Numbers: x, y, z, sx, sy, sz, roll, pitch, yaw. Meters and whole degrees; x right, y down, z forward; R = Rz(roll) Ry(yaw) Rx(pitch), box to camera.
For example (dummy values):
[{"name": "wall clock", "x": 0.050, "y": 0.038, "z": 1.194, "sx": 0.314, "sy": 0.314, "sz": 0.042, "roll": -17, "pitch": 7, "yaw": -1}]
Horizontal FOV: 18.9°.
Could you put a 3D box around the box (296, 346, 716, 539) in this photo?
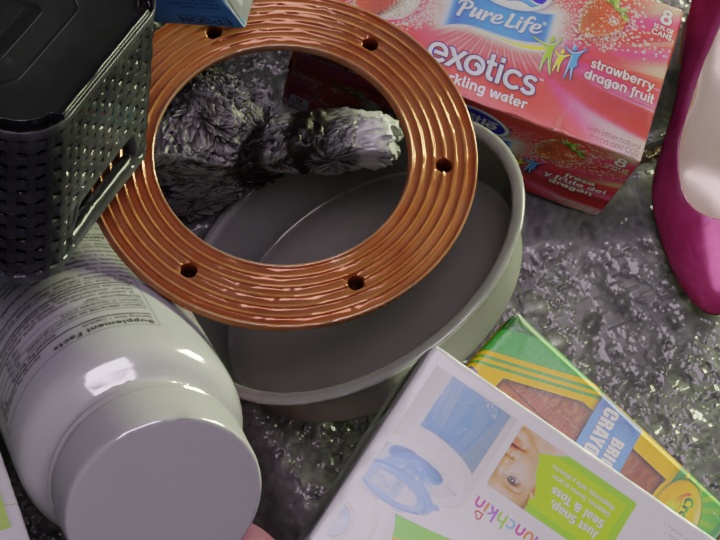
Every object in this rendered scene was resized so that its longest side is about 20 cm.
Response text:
[{"name": "box", "x": 0.078, "y": 0.144, "z": 1.002, "sx": 0.200, "sy": 0.101, "sz": 0.113, "roll": 34, "pitch": 72, "yaw": 0}]

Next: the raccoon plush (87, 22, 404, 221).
[{"name": "raccoon plush", "x": -0.081, "y": -0.105, "z": 1.182, "sx": 0.199, "sy": 0.097, "sz": 0.135, "roll": -2, "pitch": 69, "yaw": -4}]

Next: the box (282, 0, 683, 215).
[{"name": "box", "x": 0.066, "y": -0.120, "z": 1.212, "sx": 0.199, "sy": 0.096, "sz": 0.100, "roll": 20, "pitch": 70, "yaw": -3}]

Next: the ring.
[{"name": "ring", "x": -0.040, "y": -0.056, "z": 1.099, "sx": 0.200, "sy": 0.019, "sz": 0.201, "roll": 2, "pitch": 61, "yaw": -3}]

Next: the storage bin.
[{"name": "storage bin", "x": -0.210, "y": -0.093, "z": 1.029, "sx": 0.199, "sy": 0.094, "sz": 0.135, "roll": 19, "pitch": 43, "yaw": 10}]

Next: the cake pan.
[{"name": "cake pan", "x": 0.000, "y": 0.000, "z": 1.138, "sx": 0.200, "sy": 0.037, "sz": 0.201, "roll": -19, "pitch": 42, "yaw": 18}]

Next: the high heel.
[{"name": "high heel", "x": 0.211, "y": -0.080, "z": 1.222, "sx": 0.067, "sy": 0.096, "sz": 0.201, "roll": 10, "pitch": 72, "yaw": -6}]

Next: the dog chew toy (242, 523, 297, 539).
[{"name": "dog chew toy", "x": -0.065, "y": 0.181, "z": 1.087, "sx": 0.199, "sy": 0.125, "sz": 0.125, "roll": 17, "pitch": 71, "yaw": -1}]

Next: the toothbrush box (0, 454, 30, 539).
[{"name": "toothbrush box", "x": -0.242, "y": 0.126, "z": 1.052, "sx": 0.145, "sy": 0.086, "sz": 0.200, "roll": -15, "pitch": 50, "yaw": -13}]

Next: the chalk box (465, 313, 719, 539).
[{"name": "chalk box", "x": 0.103, "y": 0.144, "z": 1.123, "sx": 0.200, "sy": 0.124, "sz": 0.124, "roll": 42, "pitch": 72, "yaw": 5}]

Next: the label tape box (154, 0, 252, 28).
[{"name": "label tape box", "x": -0.109, "y": -0.232, "z": 1.142, "sx": 0.143, "sy": 0.066, "sz": 0.201, "roll": 6, "pitch": 67, "yaw": 23}]

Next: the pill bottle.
[{"name": "pill bottle", "x": -0.124, "y": 0.061, "z": 1.065, "sx": 0.113, "sy": 0.114, "sz": 0.200, "roll": -17, "pitch": 34, "yaw": -14}]
